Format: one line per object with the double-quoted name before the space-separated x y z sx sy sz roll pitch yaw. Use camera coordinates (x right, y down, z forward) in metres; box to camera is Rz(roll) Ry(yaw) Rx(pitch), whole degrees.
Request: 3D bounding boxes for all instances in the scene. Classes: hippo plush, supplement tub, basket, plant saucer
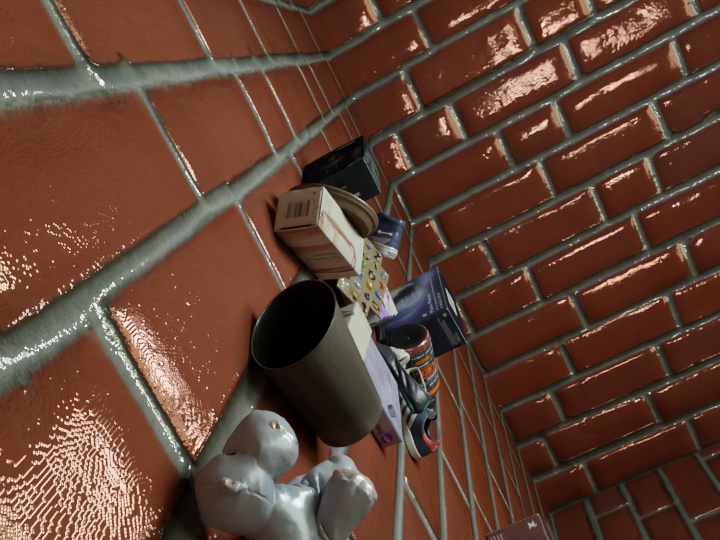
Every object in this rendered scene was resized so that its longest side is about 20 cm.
"hippo plush" -0.100 0.237 0.746 0.161 0.158 0.202 43 59 -14
"supplement tub" 0.129 0.235 1.745 0.108 0.104 0.204 -96 172 -60
"basket" -0.055 0.146 1.078 0.182 0.133 0.203 -92 158 -55
"plant saucer" -0.060 -0.111 1.501 0.200 0.195 0.030 50 51 -52

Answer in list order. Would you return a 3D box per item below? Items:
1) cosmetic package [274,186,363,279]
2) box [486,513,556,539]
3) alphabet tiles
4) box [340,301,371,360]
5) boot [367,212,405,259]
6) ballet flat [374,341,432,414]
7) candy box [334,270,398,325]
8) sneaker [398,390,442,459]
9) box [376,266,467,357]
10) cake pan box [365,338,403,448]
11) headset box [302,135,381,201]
"cosmetic package" -0.077 -0.068 1.443 0.200 0.101 0.090 48 42 -53
"box" 0.467 0.792 2.058 0.200 0.161 0.169 45 23 -59
"alphabet tiles" 0.000 0.000 1.612 0.167 0.006 0.202 47 35 -24
"box" -0.034 0.127 1.331 0.070 0.081 0.200 63 10 -9
"boot" 0.021 -0.096 1.770 0.197 0.093 0.072 20 -2 37
"ballet flat" 0.092 0.223 1.631 0.201 0.073 0.073 54 5 30
"candy box" 0.009 0.045 1.721 0.171 0.070 0.200 66 12 6
"sneaker" 0.123 0.313 1.662 0.204 0.083 0.075 68 12 16
"box" 0.144 0.125 1.859 0.124 0.195 0.202 55 14 -27
"cake pan box" 0.022 0.218 1.478 0.201 0.051 0.187 -92 157 -63
"headset box" -0.046 -0.213 1.752 0.094 0.171 0.201 59 14 -24
